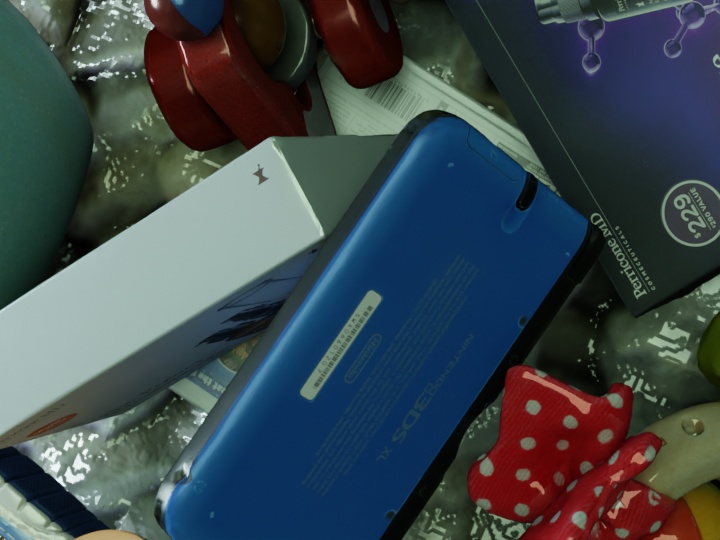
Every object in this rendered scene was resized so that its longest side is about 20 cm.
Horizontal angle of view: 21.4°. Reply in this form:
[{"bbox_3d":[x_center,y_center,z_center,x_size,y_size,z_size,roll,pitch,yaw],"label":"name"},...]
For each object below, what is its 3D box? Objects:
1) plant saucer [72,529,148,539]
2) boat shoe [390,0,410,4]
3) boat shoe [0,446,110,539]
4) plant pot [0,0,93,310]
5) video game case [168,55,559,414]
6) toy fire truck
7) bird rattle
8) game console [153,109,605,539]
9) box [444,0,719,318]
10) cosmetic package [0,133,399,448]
[{"bbox_3d":[-0.141,0.200,0.798,0.032,0.200,0.200,34,91,-28],"label":"plant saucer"},{"bbox_3d":[0.016,-0.216,0.880,0.076,0.072,0.200,23,50,-12],"label":"boat shoe"},{"bbox_3d":[-0.131,0.169,0.919,0.200,0.072,0.072,41,100,14],"label":"boat shoe"},{"bbox_3d":[-0.205,-0.058,0.891,0.135,0.200,0.200,-37,82,-18],"label":"plant pot"},{"bbox_3d":[0.000,0.000,0.935,0.143,0.018,0.200,33,90,8],"label":"video game case"},{"bbox_3d":[-0.068,-0.144,0.868,0.112,0.168,0.200,-19,80,18],"label":"toy fire truck"},{"bbox_3d":[0.135,0.106,0.823,0.200,0.163,0.113,-27,47,-32],"label":"bird rattle"},{"bbox_3d":[0.000,0.033,0.821,0.200,0.171,0.118,-56,41,0],"label":"game console"},{"bbox_3d":[0.141,-0.101,0.873,0.141,0.079,0.200,-35,81,30],"label":"box"},{"bbox_3d":[-0.076,0.009,0.840,0.200,0.151,0.052,-31,81,21],"label":"cosmetic package"}]
